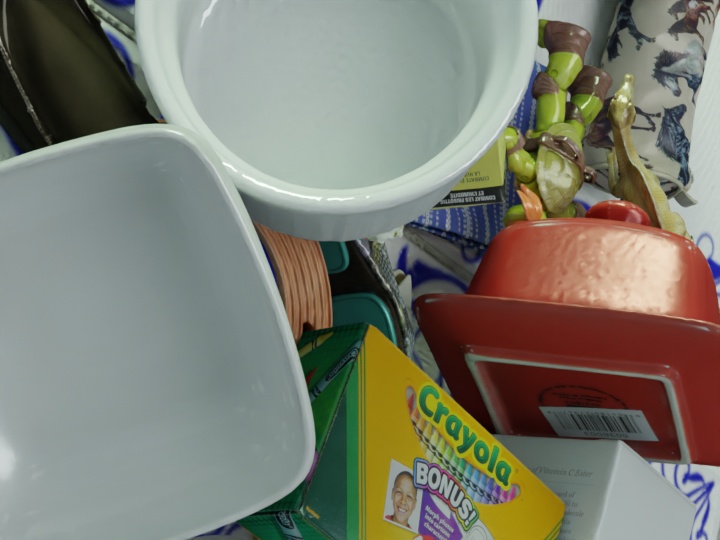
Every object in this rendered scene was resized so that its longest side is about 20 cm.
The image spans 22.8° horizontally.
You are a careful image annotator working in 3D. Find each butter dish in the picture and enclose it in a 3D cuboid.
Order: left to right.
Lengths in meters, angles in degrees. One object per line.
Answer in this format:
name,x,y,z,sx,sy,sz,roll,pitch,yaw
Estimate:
butter dish,0.153,0.025,1.130,0.200,0.198,0.149,64,36,-55

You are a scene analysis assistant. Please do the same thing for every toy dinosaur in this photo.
toy dinosaur,0.199,-0.027,1.198,0.101,0.058,0.202,66,1,-74

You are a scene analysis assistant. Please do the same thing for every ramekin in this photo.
ramekin,-0.014,-0.113,0.916,0.098,0.198,0.203,105,-1,-74

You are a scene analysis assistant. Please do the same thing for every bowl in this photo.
bowl,-0.130,0.034,0.854,0.075,0.197,0.202,-89,161,-72

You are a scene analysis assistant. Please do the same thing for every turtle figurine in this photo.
turtle figurine,0.120,-0.083,1.184,0.200,0.064,0.163,39,59,-39

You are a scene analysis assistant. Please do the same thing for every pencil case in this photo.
pencil case,0.221,-0.146,1.320,0.089,0.078,0.202,22,71,-20

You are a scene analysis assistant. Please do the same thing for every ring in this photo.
ring,-0.097,0.018,0.972,0.199,0.019,0.203,8,78,-39

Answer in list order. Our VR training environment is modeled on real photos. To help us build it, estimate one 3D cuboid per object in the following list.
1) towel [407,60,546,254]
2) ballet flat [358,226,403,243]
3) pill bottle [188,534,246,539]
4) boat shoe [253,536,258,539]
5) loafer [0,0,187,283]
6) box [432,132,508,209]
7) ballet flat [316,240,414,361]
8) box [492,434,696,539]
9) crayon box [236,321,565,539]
towel,0.072,-0.090,1.190,0.199,0.024,0.147,17,76,-48
ballet flat,0.001,-0.111,1.016,0.075,0.064,0.202,5,58,-35
pill bottle,-0.072,0.250,0.952,0.111,0.110,0.202,-28,111,-45
boat shoe,-0.016,0.181,1.048,0.071,0.069,0.202,-30,112,-45
loafer,-0.129,-0.074,0.902,0.073,0.071,0.201,-38,107,-38
box,0.051,-0.142,1.033,0.075,0.049,0.202,-77,161,-63
ballet flat,0.000,0.000,1.071,0.072,0.071,0.202,-36,117,-43
box,0.104,0.215,1.126,0.106,0.151,0.202,39,62,-41
crayon box,0.027,0.136,1.009,0.200,0.058,0.120,43,54,-33
